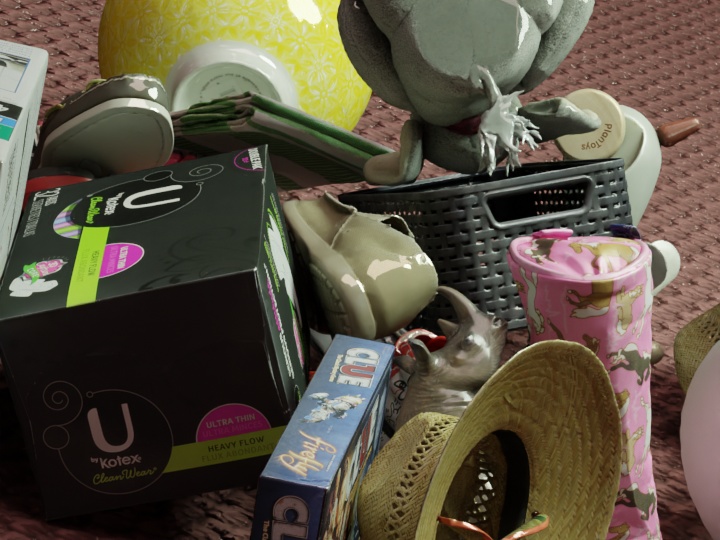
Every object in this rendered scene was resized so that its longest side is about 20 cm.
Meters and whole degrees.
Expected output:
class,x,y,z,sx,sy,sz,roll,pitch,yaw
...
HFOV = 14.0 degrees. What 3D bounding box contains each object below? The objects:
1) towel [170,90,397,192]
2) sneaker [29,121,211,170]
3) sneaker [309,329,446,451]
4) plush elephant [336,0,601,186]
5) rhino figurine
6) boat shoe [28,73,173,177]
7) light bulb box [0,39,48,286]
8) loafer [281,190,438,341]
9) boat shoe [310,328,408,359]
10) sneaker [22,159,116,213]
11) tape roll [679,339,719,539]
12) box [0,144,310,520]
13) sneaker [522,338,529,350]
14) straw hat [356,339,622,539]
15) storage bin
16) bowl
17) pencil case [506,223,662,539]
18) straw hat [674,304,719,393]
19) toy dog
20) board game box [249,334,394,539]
class,x,y,z,sx,sy,sz,roll,pitch,yaw
towel,-0.083,-0.075,1.944,0.152,0.023,0.200,19,-19,-40
sneaker,-0.171,-0.044,1.910,0.200,0.075,0.081,10,-23,12
sneaker,0.006,0.073,1.684,0.201,0.108,0.067,32,25,35
plush elephant,0.066,-0.128,1.842,0.164,0.200,0.155,-8,-19,-8
rhino figurine,0.063,0.103,1.574,0.087,0.200,0.060,-10,-13,-8
boat shoe,-0.160,-0.083,1.786,0.072,0.060,0.202,13,-21,-16
light bulb box,-0.253,-0.013,1.581,0.125,0.199,0.200,11,20,-3
loafer,0.000,0.000,1.705,0.068,0.076,0.200,-15,18,-7
boat shoe,-0.005,0.022,1.807,0.066,0.070,0.200,-33,41,-5
sneaker,-0.135,0.009,1.796,0.071,0.098,0.200,-11,-26,37
tape roll,0.293,0.102,1.724,0.202,0.071,0.203,8,63,-15
box,-0.110,0.031,1.617,0.148,0.125,0.200,-11,21,4
sneaker,0.103,0.074,1.781,0.075,0.090,0.200,29,24,31
straw hat,0.046,0.122,1.484,0.085,0.201,0.201,16,17,35
storage bin,0.080,-0.014,1.855,0.135,0.094,0.200,-10,5,-18
bowl,-0.088,-0.132,2.033,0.200,0.200,0.108,14,29,-6
pencil case,0.127,0.076,1.647,0.083,0.200,0.087,6,23,27
straw hat,0.250,0.064,1.896,0.085,0.201,0.201,-27,25,2
toy dog,0.183,-0.029,1.938,0.096,0.200,0.132,-6,17,10
board game box,-0.024,0.129,1.476,0.035,0.136,0.200,11,20,7
